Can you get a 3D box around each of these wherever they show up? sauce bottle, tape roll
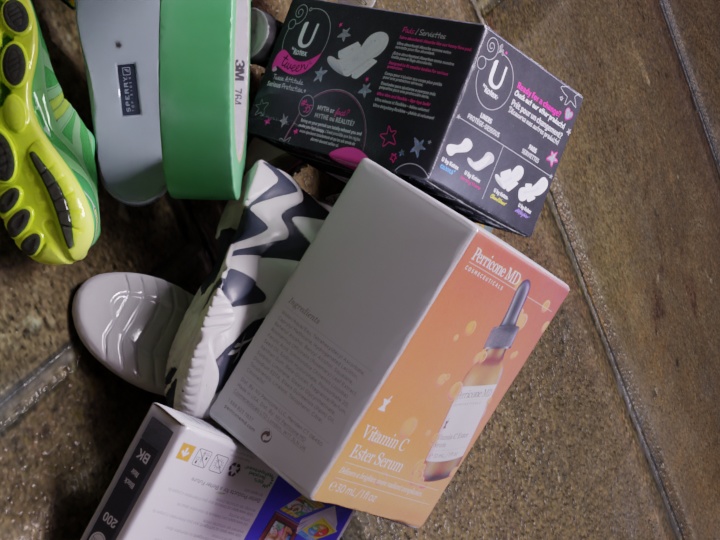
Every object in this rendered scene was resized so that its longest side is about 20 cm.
[{"bbox_3d":[-0.029,-0.163,1.188,0.199,0.066,0.067,16,64,-51],"label":"sauce bottle"},{"bbox_3d":[-0.103,-0.150,1.000,0.200,0.048,0.203,-178,-90,-89],"label":"tape roll"}]

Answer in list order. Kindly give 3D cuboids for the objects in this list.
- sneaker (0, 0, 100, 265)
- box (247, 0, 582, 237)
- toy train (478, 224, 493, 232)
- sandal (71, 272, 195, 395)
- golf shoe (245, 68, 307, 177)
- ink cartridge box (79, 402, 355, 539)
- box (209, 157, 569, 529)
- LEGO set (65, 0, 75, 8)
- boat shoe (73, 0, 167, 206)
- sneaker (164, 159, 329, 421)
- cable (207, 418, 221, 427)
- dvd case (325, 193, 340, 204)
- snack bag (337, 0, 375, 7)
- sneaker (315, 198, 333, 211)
[{"bbox_3d":[-0.224,-0.099,0.980,0.084,0.073,0.202,13,60,-85],"label":"sneaker"},{"bbox_3d":[0.037,-0.115,1.075,0.132,0.199,0.116,24,87,-45],"label":"box"},{"bbox_3d":[0.077,-0.035,1.388,0.201,0.084,0.115,-66,144,-49],"label":"toy train"},{"bbox_3d":[-0.117,0.065,1.060,0.201,0.050,0.083,21,57,-21],"label":"sandal"},{"bbox_3d":[-0.064,-0.133,1.247,0.092,0.072,0.200,53,27,-13],"label":"golf shoe"},{"bbox_3d":[-0.110,0.207,0.997,0.198,0.043,0.201,28,90,-48],"label":"ink cartridge box"},{"bbox_3d":[0.022,0.053,0.989,0.201,0.106,0.152,-58,145,4],"label":"box"},{"bbox_3d":[-0.127,-0.232,1.128,0.200,0.115,0.155,47,42,-39],"label":"LEGO set"},{"bbox_3d":[-0.163,-0.148,1.048,0.091,0.070,0.203,-137,-134,-83],"label":"boat shoe"},{"bbox_3d":[-0.051,0.033,1.033,0.129,0.079,0.201,26,53,-16],"label":"sneaker"},{"bbox_3d":[-0.051,0.152,1.080,0.198,0.050,0.098,16,67,-7],"label":"cable"},{"bbox_3d":[0.033,0.022,1.383,0.146,0.022,0.202,-13,90,-59],"label":"dvd case"},{"bbox_3d":[-0.061,-0.283,1.177,0.200,0.021,0.189,41,-4,-3],"label":"snack bag"},{"bbox_3d":[0.000,0.000,1.183,0.077,0.198,0.086,29,78,-64],"label":"sneaker"}]
